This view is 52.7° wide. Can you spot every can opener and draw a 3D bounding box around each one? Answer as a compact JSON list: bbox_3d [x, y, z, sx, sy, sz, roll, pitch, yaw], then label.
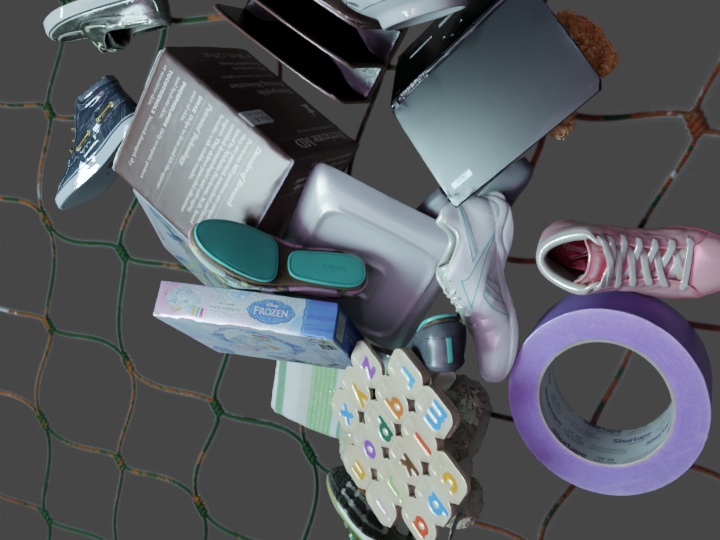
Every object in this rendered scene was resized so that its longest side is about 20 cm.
[{"bbox_3d":[0.100,-0.067,0.814,0.199,0.053,0.067,-38,86,30],"label":"can opener"}]

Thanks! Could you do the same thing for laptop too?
[{"bbox_3d":[0.124,-0.198,0.719,0.103,0.201,0.177,39,122,-21],"label":"laptop"}]

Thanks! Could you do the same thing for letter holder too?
[{"bbox_3d":[-0.071,-0.278,0.791,0.199,0.142,0.101,39,117,12],"label":"letter holder"}]

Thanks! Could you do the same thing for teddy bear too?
[{"bbox_3d":[0.154,-0.175,0.722,0.199,0.147,0.067,-29,135,29],"label":"teddy bear"}]

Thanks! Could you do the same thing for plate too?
[{"bbox_3d":[0.000,0.000,0.835,0.198,0.033,0.201,26,129,-6],"label":"plate"}]

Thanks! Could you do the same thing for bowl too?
[{"bbox_3d":[0.052,-0.289,0.695,0.198,0.200,0.096,-9,104,28],"label":"bowl"}]

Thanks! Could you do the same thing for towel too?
[{"bbox_3d":[-0.022,0.152,0.954,0.197,0.031,0.151,17,113,19],"label":"towel"}]

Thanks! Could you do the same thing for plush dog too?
[{"bbox_3d":[0.049,0.223,0.862,0.170,0.160,0.203,12,110,30],"label":"plush dog"}]

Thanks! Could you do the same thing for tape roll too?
[{"bbox_3d":[0.262,0.125,0.767,0.197,0.085,0.203,7,107,24],"label":"tape roll"}]

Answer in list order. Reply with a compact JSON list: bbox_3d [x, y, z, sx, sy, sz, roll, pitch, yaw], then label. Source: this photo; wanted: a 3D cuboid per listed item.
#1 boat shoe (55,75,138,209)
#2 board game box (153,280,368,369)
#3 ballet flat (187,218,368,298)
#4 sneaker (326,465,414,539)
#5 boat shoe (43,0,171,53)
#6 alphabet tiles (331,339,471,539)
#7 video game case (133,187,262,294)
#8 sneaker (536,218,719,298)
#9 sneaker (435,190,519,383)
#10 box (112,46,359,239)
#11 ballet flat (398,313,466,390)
[{"bbox_3d":[-0.377,-0.177,1.021,0.200,0.071,0.091,-40,84,23],"label":"boat shoe"},{"bbox_3d":[-0.102,0.068,0.830,0.196,0.200,0.044,6,74,11],"label":"board game box"},{"bbox_3d":[-0.090,0.000,0.774,0.071,0.197,0.070,132,145,-55],"label":"ballet flat"},{"bbox_3d":[0.008,0.358,0.971,0.088,0.077,0.201,-41,82,38],"label":"sneaker"},{"bbox_3d":[-0.334,-0.322,0.954,0.197,0.071,0.065,-7,100,27],"label":"boat shoe"},{"bbox_3d":[0.037,0.179,0.765,0.196,0.014,0.202,51,135,32],"label":"alphabet tiles"},{"bbox_3d":[-0.197,-0.008,0.930,0.199,0.183,0.022,41,73,12],"label":"video game case"},{"bbox_3d":[0.268,-0.006,0.717,0.197,0.104,0.077,10,106,23],"label":"sneaker"},{"bbox_3d":[0.119,0.021,0.768,0.079,0.070,0.204,-8,96,-15],"label":"sneaker"},{"bbox_3d":[-0.145,-0.134,0.854,0.199,0.166,0.165,40,117,11],"label":"box"},{"bbox_3d":[0.078,0.100,0.797,0.072,0.200,0.074,1,75,-3],"label":"ballet flat"}]
